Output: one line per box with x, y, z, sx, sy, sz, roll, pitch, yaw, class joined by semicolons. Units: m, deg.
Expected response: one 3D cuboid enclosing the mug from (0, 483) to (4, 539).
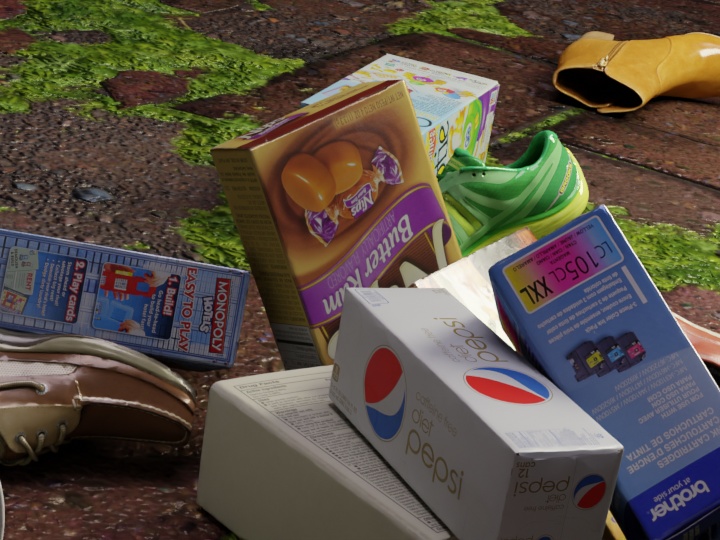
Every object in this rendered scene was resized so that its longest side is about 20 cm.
-0.289;0.110;1.058;0.200;0.148;0.175;-33;30;-17;mug

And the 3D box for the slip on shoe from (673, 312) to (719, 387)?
0.184;0.060;1.484;0.199;0.074;0.061;20;25;14;slip on shoe

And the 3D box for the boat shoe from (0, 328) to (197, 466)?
-0.195;0.077;1.275;0.199;0.076;0.074;12;60;-3;boat shoe

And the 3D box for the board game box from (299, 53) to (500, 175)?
0.027;-0.095;1.778;0.104;0.104;0.200;16;21;16;board game box

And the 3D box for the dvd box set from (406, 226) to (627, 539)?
0.115;0.076;1.293;0.200;0.029;0.146;54;34;8;dvd box set

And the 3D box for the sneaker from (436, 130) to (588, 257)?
0.069;-0.045;1.636;0.199;0.084;0.074;-25;16;-14;sneaker

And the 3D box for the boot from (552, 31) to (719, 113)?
0.296;-0.189;2.227;0.200;0.071;0.144;9;26;10;boot

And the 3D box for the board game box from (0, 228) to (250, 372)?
-0.152;0.025;1.356;0.199;0.062;0.200;8;-8;15;board game box

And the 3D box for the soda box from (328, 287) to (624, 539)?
0.053;0.077;1.146;0.063;0.068;0.200;0;23;-26;soda box

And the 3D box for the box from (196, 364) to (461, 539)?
0.005;0.128;1.201;0.095;0.078;0.200;-6;25;-37;box

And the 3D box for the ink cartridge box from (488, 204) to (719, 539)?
0.150;0.081;1.179;0.201;0.076;0.137;59;-2;18;ink cartridge box

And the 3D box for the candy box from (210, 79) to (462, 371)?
0.000;0.000;1.329;0.116;0.201;0.056;-26;16;-28;candy box
